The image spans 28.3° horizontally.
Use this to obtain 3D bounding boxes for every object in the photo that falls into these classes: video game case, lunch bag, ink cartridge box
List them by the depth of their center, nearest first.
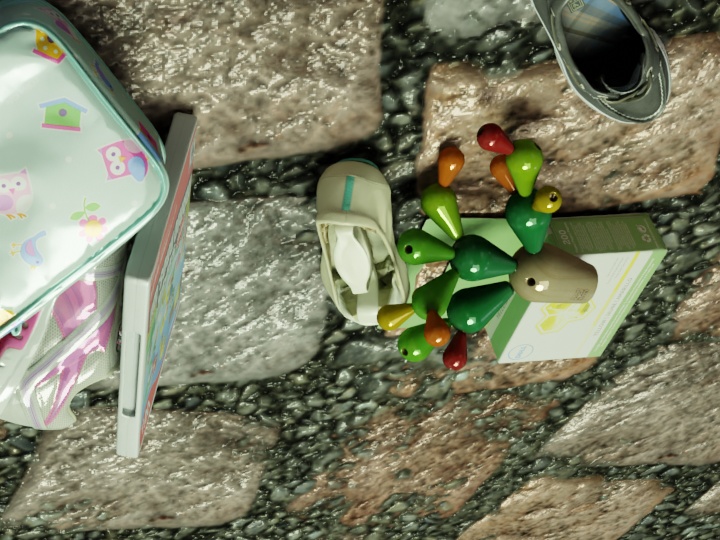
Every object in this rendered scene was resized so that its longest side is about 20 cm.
[{"bbox_3d":[-0.220,-0.048,0.839,0.199,0.077,0.161,-36,120,7],"label":"lunch bag"},{"bbox_3d":[-0.137,0.014,0.960,0.017,0.144,0.201,12,140,-2],"label":"video game case"},{"bbox_3d":[0.129,0.017,1.159,0.199,0.048,0.146,-3,142,-23],"label":"ink cartridge box"}]

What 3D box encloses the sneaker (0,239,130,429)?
[{"bbox_3d":[-0.191,0.021,0.957,0.088,0.081,0.201,28,101,-36],"label":"sneaker"}]

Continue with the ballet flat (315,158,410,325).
[{"bbox_3d":[0.000,0.000,1.062,0.069,0.070,0.201,-17,144,-1],"label":"ballet flat"}]

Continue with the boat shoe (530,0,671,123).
[{"bbox_3d":[0.165,-0.144,0.941,0.070,0.067,0.200,-26,144,11],"label":"boat shoe"}]

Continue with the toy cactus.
[{"bbox_3d":[0.105,-0.004,1.046,0.164,0.102,0.201,12,111,-27],"label":"toy cactus"}]
